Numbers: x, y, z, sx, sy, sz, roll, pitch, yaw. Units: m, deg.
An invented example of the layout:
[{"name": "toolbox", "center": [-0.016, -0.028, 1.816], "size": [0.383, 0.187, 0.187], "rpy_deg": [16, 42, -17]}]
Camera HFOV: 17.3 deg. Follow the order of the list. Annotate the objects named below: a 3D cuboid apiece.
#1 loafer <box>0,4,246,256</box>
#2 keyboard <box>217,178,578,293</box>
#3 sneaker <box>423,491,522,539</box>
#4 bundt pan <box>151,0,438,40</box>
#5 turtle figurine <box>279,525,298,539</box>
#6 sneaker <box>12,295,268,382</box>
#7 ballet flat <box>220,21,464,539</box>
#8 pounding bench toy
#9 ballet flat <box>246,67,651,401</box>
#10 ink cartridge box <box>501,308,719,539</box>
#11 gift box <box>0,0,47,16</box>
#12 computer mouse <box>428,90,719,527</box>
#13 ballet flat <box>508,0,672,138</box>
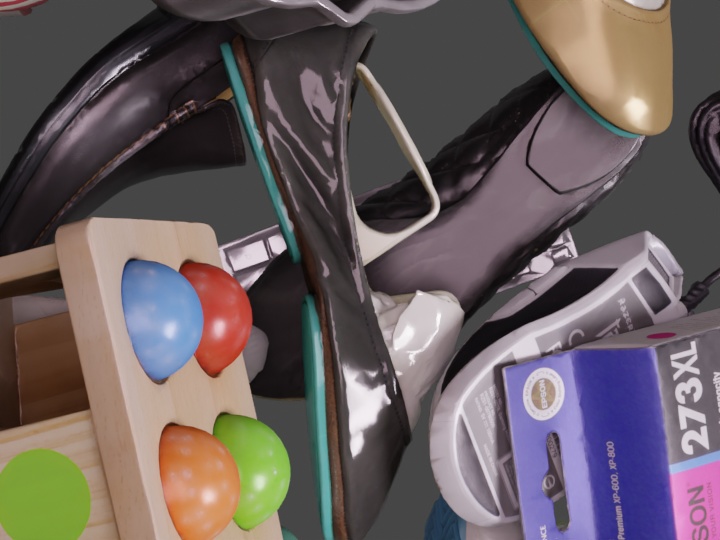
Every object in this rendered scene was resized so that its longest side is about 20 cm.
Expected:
[{"name": "loafer", "center": [-0.072, -0.065, 0.922], "size": [0.072, 0.073, 0.200], "rpy_deg": [41, 90, -5]}, {"name": "keyboard", "center": [-0.015, 0.005, 0.951], "size": [0.200, 0.011, 0.056], "rpy_deg": [-20, 90, -2]}, {"name": "sneaker", "center": [0.079, 0.171, 0.927], "size": [0.081, 0.077, 0.200], "rpy_deg": [-19, 96, -10]}, {"name": "bundt pan", "center": [-0.043, -0.171, 0.840], "size": [0.202, 0.076, 0.202], "rpy_deg": [14, 66, -36]}, {"name": "turtle figurine", "center": [-0.084, 0.139, 0.909], "size": [0.200, 0.101, 0.150], "rpy_deg": [-31, 86, 6]}, {"name": "sneaker", "center": [-0.131, 0.055, 0.912], "size": [0.200, 0.075, 0.089], "rpy_deg": [-3, 84, 13]}, {"name": "ballet flat", "center": [0.000, 0.000, 0.874], "size": [0.068, 0.068, 0.200], "rpy_deg": [-12, 93, -2]}, {"name": "pounding bench toy", "center": [-0.103, 0.094, 0.805], "size": [0.156, 0.124, 0.200], "rpy_deg": [-14, 87, 15]}, {"name": "ballet flat", "center": [0.033, -0.012, 0.931], "size": [0.200, 0.057, 0.067], "rpy_deg": [-35, 90, 4]}, {"name": "ink cartridge box", "center": [0.145, 0.062, 0.891], "size": [0.200, 0.037, 0.095], "rpy_deg": [-13, 99, -31]}, {"name": "gift box", "center": [-0.197, -0.172, 0.863], "size": [0.200, 0.185, 0.187], "rpy_deg": [0, 88, 5]}, {"name": "computer mouse", "center": [0.093, 0.022, 0.899], "size": [0.200, 0.044, 0.110], "rpy_deg": [-32, 116, -27]}, {"name": "ballet flat", "center": [0.073, -0.143, 0.891], "size": [0.063, 0.069, 0.200], "rpy_deg": [-46, 61, 35]}]
